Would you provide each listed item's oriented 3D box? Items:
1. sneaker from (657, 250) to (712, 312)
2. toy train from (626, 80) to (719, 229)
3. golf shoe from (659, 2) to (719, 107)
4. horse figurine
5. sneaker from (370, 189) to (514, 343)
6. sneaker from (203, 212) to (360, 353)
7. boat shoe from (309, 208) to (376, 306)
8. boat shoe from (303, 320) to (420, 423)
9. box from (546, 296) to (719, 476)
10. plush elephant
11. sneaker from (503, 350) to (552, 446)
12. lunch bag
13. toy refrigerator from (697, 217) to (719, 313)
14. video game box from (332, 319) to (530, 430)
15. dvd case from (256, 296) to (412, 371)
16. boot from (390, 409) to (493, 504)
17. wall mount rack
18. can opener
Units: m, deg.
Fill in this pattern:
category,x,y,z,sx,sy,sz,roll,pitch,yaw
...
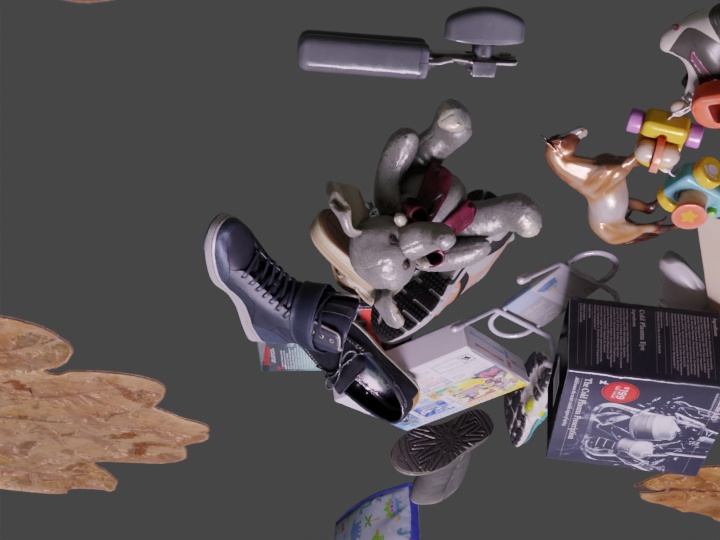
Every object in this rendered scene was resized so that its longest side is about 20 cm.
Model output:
category,x,y,z,sx,sy,sz,roll,pitch,yaw
sneaker,0.381,0.067,1.191,0.080,0.070,0.201,-26,121,1
toy train,0.327,-0.100,0.928,0.150,0.056,0.200,1,145,34
golf shoe,0.348,-0.170,0.928,0.088,0.077,0.200,-7,140,34
horse figurine,0.277,-0.081,1.048,0.132,0.050,0.200,-19,137,11
sneaker,0.095,0.008,1.090,0.200,0.074,0.080,-46,146,7
sneaker,-0.079,0.017,1.100,0.146,0.077,0.203,11,147,26
boat shoe,0.000,0.000,1.131,0.065,0.072,0.200,-24,143,27
boat shoe,-0.013,0.112,1.208,0.200,0.062,0.075,40,121,-8
box,0.316,0.137,1.154,0.181,0.104,0.200,5,142,6
plush elephant,0.050,-0.043,0.975,0.199,0.155,0.165,-20,116,29
sneaker,0.253,0.181,1.381,0.079,0.078,0.200,0,144,-17
lunch bag,0.044,0.470,1.673,0.127,0.171,0.200,15,138,-21
toy refrigerator,0.428,0.005,1.093,0.070,0.076,0.200,-39,128,-20
video game box,0.094,0.142,1.316,0.199,0.047,0.182,-25,146,25
dvd case,-0.033,0.082,1.278,0.199,0.022,0.146,-3,143,-1
boot,0.103,0.293,1.499,0.181,0.073,0.200,-13,154,-25
wall mount rack,0.209,0.044,1.191,0.173,0.075,0.200,24,135,-27
can opener,0.045,-0.205,0.887,0.199,0.053,0.067,3,111,-6
